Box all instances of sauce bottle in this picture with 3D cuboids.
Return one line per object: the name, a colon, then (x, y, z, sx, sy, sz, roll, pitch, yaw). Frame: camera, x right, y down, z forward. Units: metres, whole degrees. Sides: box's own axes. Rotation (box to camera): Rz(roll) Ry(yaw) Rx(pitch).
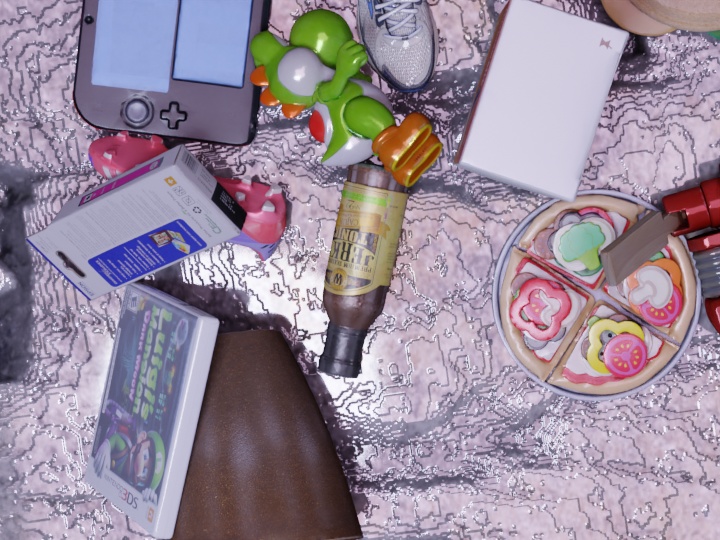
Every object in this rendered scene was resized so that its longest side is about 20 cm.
sauce bottle: (0.000, 0.000, 1.616, 0.064, 0.065, 0.202, 10, 93, 1)

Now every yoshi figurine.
yoshi figurine: (-0.008, -0.173, 1.576, 0.200, 0.112, 0.113, 38, 127, 19)

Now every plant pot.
plant pot: (-0.105, 0.162, 1.585, 0.185, 0.187, 0.202, -10, 80, 2)

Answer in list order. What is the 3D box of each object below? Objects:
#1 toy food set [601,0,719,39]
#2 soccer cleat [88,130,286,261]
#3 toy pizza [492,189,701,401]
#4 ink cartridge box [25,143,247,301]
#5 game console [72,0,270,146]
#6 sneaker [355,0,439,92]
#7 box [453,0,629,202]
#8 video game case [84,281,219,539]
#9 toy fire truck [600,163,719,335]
toy food set: (0.319, -0.315, 1.594, 0.196, 0.049, 0.202, 0, 93, 1)
soccer cleat: (-0.165, -0.068, 1.616, 0.198, 0.067, 0.077, 18, 127, 2)
toy pizza: (0.224, 0.025, 1.627, 0.198, 0.032, 0.202, 0, 94, 2)
ink cartridge box: (-0.208, -0.041, 1.590, 0.199, 0.037, 0.095, -23, 124, 31)
game console: (-0.176, -0.226, 1.624, 0.175, 0.031, 0.202, 7, 94, 2)
sneaker: (0.025, -0.263, 1.588, 0.076, 0.085, 0.202, -12, 94, 3)
box: (0.155, -0.150, 1.534, 0.105, 0.200, 0.154, 18, 93, 1)
video game case: (-0.195, 0.122, 1.580, 0.023, 0.181, 0.202, 11, 94, -31)
toy fire truck: (0.325, -0.005, 1.579, 0.198, 0.129, 0.178, -15, 94, 8)
